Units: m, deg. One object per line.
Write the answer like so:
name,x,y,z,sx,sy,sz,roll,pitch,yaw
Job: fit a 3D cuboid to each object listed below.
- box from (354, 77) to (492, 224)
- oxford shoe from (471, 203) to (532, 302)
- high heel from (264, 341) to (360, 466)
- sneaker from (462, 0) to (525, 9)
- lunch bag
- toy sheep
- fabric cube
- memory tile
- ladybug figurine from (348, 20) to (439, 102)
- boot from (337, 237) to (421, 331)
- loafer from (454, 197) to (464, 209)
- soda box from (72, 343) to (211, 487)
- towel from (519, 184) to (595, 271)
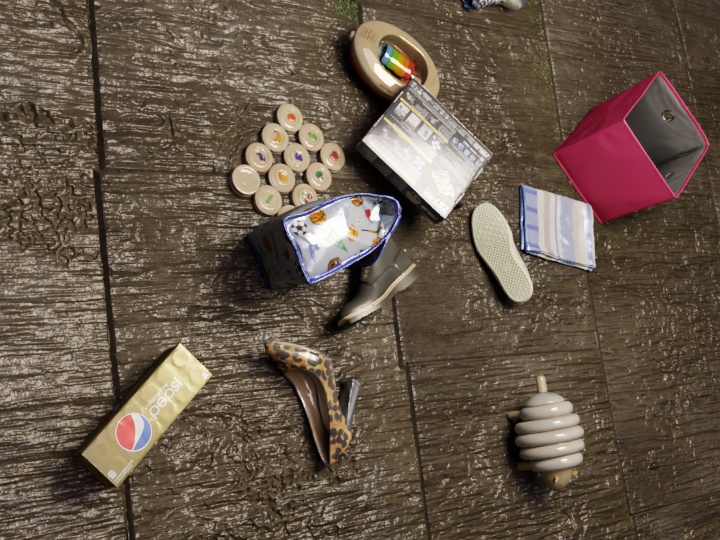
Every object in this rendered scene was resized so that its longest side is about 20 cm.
box,0.113,-0.208,1.420,0.199,0.049,0.162,41,69,-8
oxford shoe,0.268,-0.032,1.553,0.203,0.074,0.058,64,14,7
high heel,-0.083,0.203,1.254,0.199,0.071,0.145,35,55,-30
sneaker,0.247,-0.569,1.674,0.197,0.077,0.087,17,79,-20
lunch bag,-0.050,-0.053,1.272,0.198,0.169,0.126,-28,100,-28
toy sheep,0.335,0.291,1.462,0.136,0.137,0.204,-8,81,-33
fabric cube,0.567,-0.253,1.710,0.197,0.198,0.200,50,58,-10
memory tile,-0.119,-0.171,1.364,0.153,0.017,0.202,41,60,-17
ladybug figurine,0.055,-0.372,1.492,0.199,0.072,0.137,34,63,-21
boot,0.000,0.000,1.370,0.199,0.077,0.139,-37,93,-45
loafer,0.116,-0.182,1.480,0.199,0.073,0.072,34,64,-20
soda box,-0.299,0.198,1.126,0.068,0.064,0.201,46,58,-13
towel,0.405,-0.088,1.670,0.197,0.024,0.150,12,71,-29
